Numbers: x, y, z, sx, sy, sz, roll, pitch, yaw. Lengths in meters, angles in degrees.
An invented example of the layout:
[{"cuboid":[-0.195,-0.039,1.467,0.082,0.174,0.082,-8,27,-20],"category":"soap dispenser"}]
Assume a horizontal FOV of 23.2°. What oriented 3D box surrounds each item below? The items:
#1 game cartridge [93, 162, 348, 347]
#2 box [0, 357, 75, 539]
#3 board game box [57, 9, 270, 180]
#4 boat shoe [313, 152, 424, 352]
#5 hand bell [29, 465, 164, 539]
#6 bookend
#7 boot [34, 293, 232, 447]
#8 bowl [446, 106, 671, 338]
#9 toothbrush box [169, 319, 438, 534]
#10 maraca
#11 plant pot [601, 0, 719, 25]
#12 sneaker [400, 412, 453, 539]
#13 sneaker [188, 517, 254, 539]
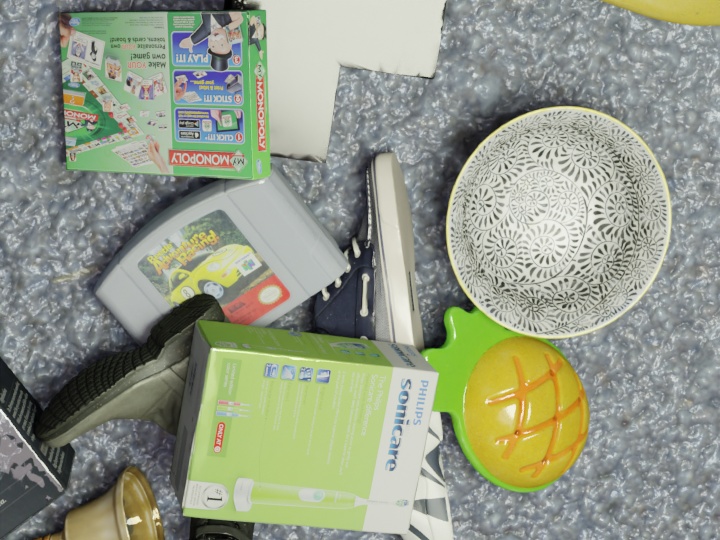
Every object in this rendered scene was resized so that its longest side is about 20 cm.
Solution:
[{"cuboid":[-0.127,-0.001,1.520,0.199,0.041,0.133,-33,110,16],"category":"game cartridge"},{"cuboid":[-0.385,0.156,1.514,0.196,0.117,0.201,-36,103,2],"category":"box"},{"cuboid":[-0.165,-0.147,1.454,0.198,0.029,0.136,5,102,31],"category":"board game box"},{"cuboid":[0.000,0.000,1.549,0.092,0.075,0.203,-5,92,12],"category":"boat shoe"},{"cuboid":[-0.285,0.249,1.572,0.198,0.104,0.105,-15,104,9],"category":"hand bell"},{"cuboid":[-0.022,-0.181,1.493,0.198,0.092,0.201,6,103,-9],"category":"bookend"},{"cuboid":[-0.169,0.125,1.510,0.199,0.068,0.131,-34,114,-3],"category":"boot"},{"cuboid":[0.166,-0.049,1.542,0.198,0.094,0.203,-1,102,-6],"category":"bowl"},{"cuboid":[-0.049,0.132,1.471,0.198,0.086,0.147,7,103,-15],"category":"toothbrush box"},{"cuboid":[0.129,0.113,1.560,0.200,0.107,0.138,43,67,-28],"category":"maraca"},{"cuboid":[0.249,-0.304,1.453,0.198,0.194,0.197,20,100,-17],"category":"plant pot"},{"cuboid":[0.015,0.197,1.591,0.128,0.080,0.201,-6,108,1],"category":"sneaker"},{"cuboid":[-0.118,0.213,1.566,0.070,0.099,0.202,8,100,-6],"category":"sneaker"}]
